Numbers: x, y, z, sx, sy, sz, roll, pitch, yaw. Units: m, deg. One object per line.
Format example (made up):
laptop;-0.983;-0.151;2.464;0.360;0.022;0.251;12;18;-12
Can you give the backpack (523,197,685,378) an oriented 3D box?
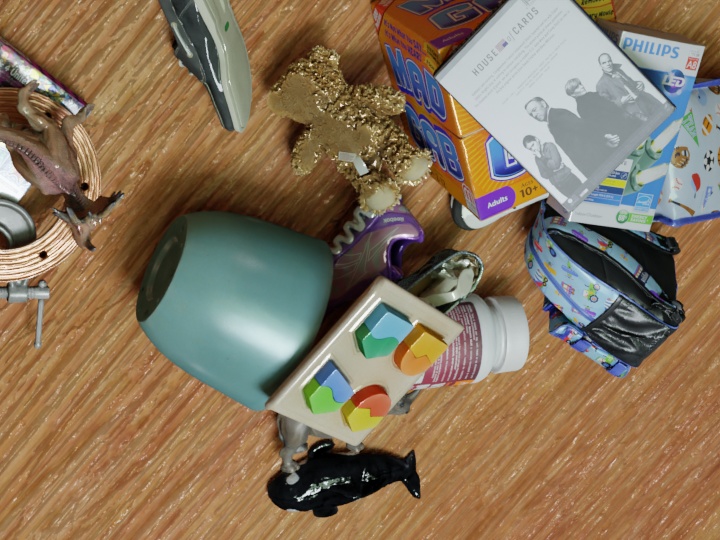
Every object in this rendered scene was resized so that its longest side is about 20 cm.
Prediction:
backpack;0.275;0.005;1.770;0.199;0.183;0.135;31;123;-12

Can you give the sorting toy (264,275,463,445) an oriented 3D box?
sorting toy;0.011;0.106;1.587;0.185;0.037;0.199;-48;146;9

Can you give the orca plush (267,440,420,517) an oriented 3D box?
orca plush;-0.011;0.275;1.832;0.197;0.071;0.107;9;109;-25

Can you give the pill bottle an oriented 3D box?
pill bottle;0.094;0.083;1.767;0.197;0.110;0.111;-4;114;-20

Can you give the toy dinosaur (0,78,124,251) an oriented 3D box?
toy dinosaur;-0.299;-0.099;1.442;0.085;0.137;0.200;-26;165;12

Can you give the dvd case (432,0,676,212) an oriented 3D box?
dvd case;0.192;-0.177;1.463;0.200;0.025;0.150;43;104;-12

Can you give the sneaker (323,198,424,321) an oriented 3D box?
sneaker;0.000;0.000;1.693;0.088;0.080;0.201;39;97;12

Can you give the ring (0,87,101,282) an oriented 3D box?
ring;-0.363;-0.087;1.510;0.198;0.019;0.203;-7;108;-22

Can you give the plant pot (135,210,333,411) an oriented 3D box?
plant pot;-0.147;0.028;1.605;0.159;0.201;0.202;25;102;-21

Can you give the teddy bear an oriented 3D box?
teddy bear;-0.011;-0.153;1.624;0.198;0.067;0.146;29;119;-6

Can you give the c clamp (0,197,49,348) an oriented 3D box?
c clamp;-0.416;0.003;1.542;0.197;0.027;0.173;5;115;-23

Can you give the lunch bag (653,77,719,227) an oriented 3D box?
lunch bag;0.388;-0.145;1.757;0.199;0.123;0.173;-9;102;-46

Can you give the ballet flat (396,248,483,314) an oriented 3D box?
ballet flat;0.073;0.036;1.673;0.200;0.074;0.075;-46;128;-37

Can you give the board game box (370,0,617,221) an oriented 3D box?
board game box;0.156;-0.211;1.608;0.198;0.200;0.202;-23;119;-11

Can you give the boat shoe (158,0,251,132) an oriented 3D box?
boat shoe;-0.162;-0.236;1.561;0.067;0.072;0.202;-3;128;20

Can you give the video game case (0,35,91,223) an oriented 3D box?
video game case;-0.406;-0.155;1.505;0.199;0.036;0.182;37;97;-31

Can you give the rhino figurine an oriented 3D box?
rhino figurine;-0.013;0.171;1.793;0.197;0.060;0.089;-17;121;-15

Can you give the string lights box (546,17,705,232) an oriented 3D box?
string lights box;0.272;-0.149;1.531;0.101;0.059;0.203;6;110;-22

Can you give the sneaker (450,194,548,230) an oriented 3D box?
sneaker;0.194;-0.112;1.738;0.199;0.080;0.074;-35;121;-2
